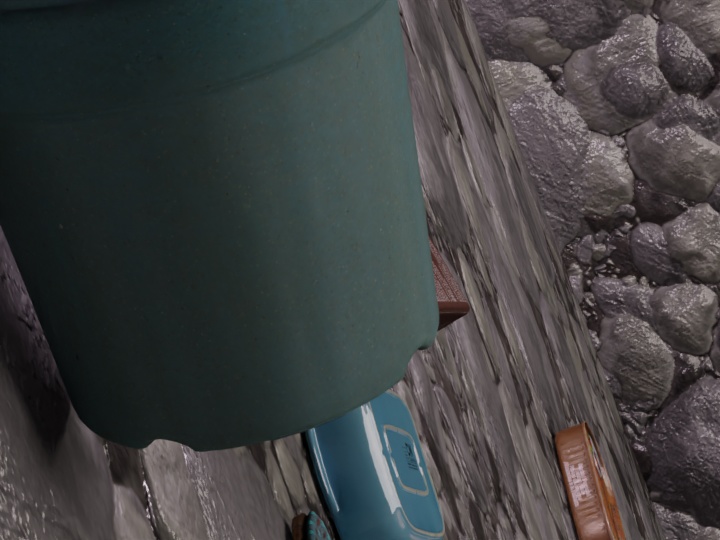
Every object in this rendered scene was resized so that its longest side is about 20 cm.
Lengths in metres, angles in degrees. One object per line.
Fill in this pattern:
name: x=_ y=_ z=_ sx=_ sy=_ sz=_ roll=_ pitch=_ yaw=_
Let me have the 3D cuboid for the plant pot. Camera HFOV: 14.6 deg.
plant pot: x=-0.061 y=-0.050 z=1.057 sx=0.200 sy=0.200 sz=0.197 roll=-89 pitch=167 yaw=-67

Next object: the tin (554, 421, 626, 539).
tin: x=0.235 y=0.241 z=2.810 sx=0.112 sy=0.042 sz=0.200 roll=69 pitch=8 yaw=-45

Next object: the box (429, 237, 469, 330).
box: x=0.000 y=0.000 z=1.635 sx=0.100 sy=0.075 sz=0.200 roll=60 pitch=6 yaw=6

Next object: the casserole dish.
casserole dish: x=0.010 y=0.115 z=1.623 sx=0.200 sy=0.039 sz=0.121 roll=36 pitch=36 yaw=-77

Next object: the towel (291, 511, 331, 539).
towel: x=0.010 y=0.236 z=1.414 sx=0.147 sy=0.022 sz=0.200 roll=-96 pitch=165 yaw=-58
